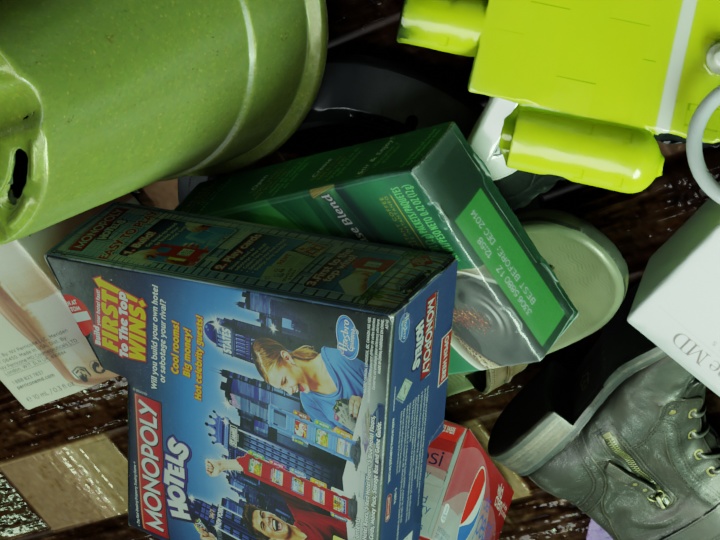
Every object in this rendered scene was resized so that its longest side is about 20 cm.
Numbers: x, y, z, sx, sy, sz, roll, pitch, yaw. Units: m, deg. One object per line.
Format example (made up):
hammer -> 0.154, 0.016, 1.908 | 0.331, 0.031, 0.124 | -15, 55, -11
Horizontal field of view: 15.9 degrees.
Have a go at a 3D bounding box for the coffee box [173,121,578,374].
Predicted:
coffee box -> 0.000, 0.000, 1.276 | 0.200, 0.044, 0.123 | -9, 122, 48

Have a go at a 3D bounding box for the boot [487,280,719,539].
boot -> 0.185, 0.095, 1.367 | 0.174, 0.069, 0.200 | 39, 125, -17

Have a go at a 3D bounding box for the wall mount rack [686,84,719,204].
wall mount rack -> 0.242, -0.072, 1.093 | 0.200, 0.174, 0.075 | 11, 176, 10

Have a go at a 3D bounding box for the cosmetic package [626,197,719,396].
cosmetic package -> 0.228, -0.024, 1.199 | 0.101, 0.071, 0.200 | 39, 120, -4

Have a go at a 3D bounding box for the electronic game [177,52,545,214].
electronic game -> 0.000, -0.030, 1.366 | 0.200, 0.042, 0.200 | 8, 130, 9

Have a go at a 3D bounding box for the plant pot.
plant pot -> -0.149, -0.102, 1.240 | 0.200, 0.190, 0.200 | 15, 122, 26

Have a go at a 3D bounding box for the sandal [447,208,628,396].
sandal -> 0.059, 0.037, 1.339 | 0.080, 0.057, 0.201 | 42, 127, -20

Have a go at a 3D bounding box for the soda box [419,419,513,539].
soda box -> 0.033, 0.123, 1.405 | 0.070, 0.063, 0.200 | 16, 169, 13

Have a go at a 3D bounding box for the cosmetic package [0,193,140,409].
cosmetic package -> -0.198, -0.034, 1.421 | 0.087, 0.103, 0.200 | -21, 119, 36

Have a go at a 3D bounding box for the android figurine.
android figurine -> 0.121, -0.127, 1.160 | 0.200, 0.041, 0.182 | 14, 96, 2

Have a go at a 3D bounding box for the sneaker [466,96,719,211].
sneaker -> 0.114, -0.066, 1.238 | 0.112, 0.073, 0.200 | 26, 124, 3

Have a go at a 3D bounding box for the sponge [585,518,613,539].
sponge -> 0.175, 0.216, 1.511 | 0.112, 0.030, 0.200 | 18, 134, 10

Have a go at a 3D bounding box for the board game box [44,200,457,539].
board game box -> -0.058, 0.054, 1.267 | 0.200, 0.062, 0.200 | 23, 130, 24
